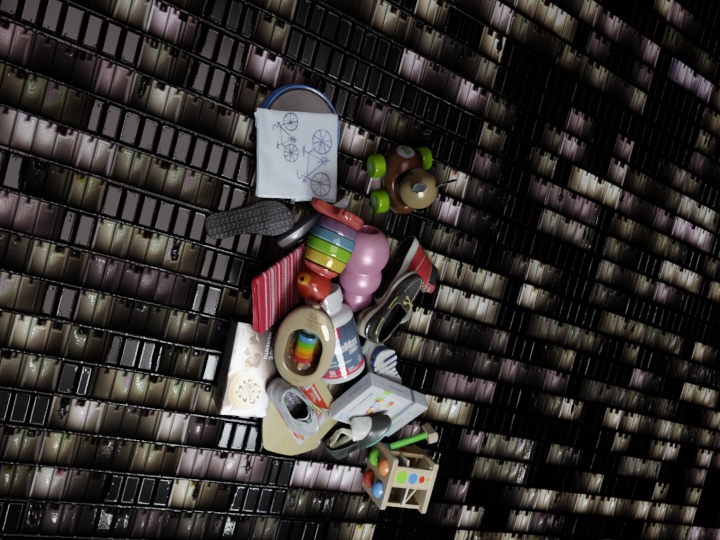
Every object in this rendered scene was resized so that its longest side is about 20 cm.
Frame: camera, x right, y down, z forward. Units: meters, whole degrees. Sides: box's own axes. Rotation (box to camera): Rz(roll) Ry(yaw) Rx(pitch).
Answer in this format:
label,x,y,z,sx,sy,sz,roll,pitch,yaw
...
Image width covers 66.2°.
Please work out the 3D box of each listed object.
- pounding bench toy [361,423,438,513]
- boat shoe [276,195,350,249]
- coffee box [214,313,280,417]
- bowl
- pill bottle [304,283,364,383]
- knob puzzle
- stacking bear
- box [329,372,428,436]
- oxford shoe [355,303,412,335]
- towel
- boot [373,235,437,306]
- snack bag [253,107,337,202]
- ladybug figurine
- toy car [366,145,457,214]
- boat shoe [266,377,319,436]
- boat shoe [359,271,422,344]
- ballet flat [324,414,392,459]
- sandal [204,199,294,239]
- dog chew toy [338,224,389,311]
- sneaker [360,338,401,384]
label,x,y,z,sx,sy,sz,roll,pitch,yaw
pounding bench toy,0.102,0.485,1.413,0.151,0.123,0.208,16,91,-25
boat shoe,-0.099,-0.095,1.268,0.198,0.069,0.068,-37,110,-23
coffee box,-0.248,0.211,1.232,0.109,0.079,0.208,11,93,-26
bowl,-0.135,-0.308,1.230,0.193,0.039,0.209,-4,100,-24
pill bottle,-0.066,0.143,1.283,0.116,0.119,0.207,-21,108,-20
knob puzzle,-0.157,0.344,1.314,0.213,0.030,0.229,-5,99,-32
stacking bear,-0.076,-0.031,1.187,0.113,0.119,0.206,22,90,-59
box,0.046,0.331,1.349,0.197,0.042,0.155,29,123,-33
oxford shoe,0.055,0.111,1.362,0.196,0.057,0.077,-17,76,-45
towel,-0.165,0.031,1.200,0.199,0.022,0.149,-41,146,-46
boot,0.122,0.038,1.368,0.145,0.071,0.203,49,60,-26
snack bag,-0.139,-0.247,1.204,0.193,0.021,0.197,-2,98,-25
ladybug figurine,-0.116,0.153,1.192,0.132,0.072,0.205,22,116,-1
toy car,0.128,-0.209,1.278,0.159,0.199,0.164,-12,103,-22
boat shoe,-0.138,0.318,1.249,0.072,0.067,0.204,-42,129,-24
boat shoe,0.084,0.087,1.271,0.201,0.060,0.073,-47,136,-18
ballet flat,-0.013,0.397,1.328,0.068,0.069,0.198,36,120,-29
sandal,-0.243,-0.111,1.213,0.192,0.045,0.078,-7,96,-9
dog chew toy,0.000,0.000,1.298,0.120,0.125,0.207,0,114,-24
sneaker,0.041,0.228,1.373,0.078,0.116,0.204,-22,135,-17
